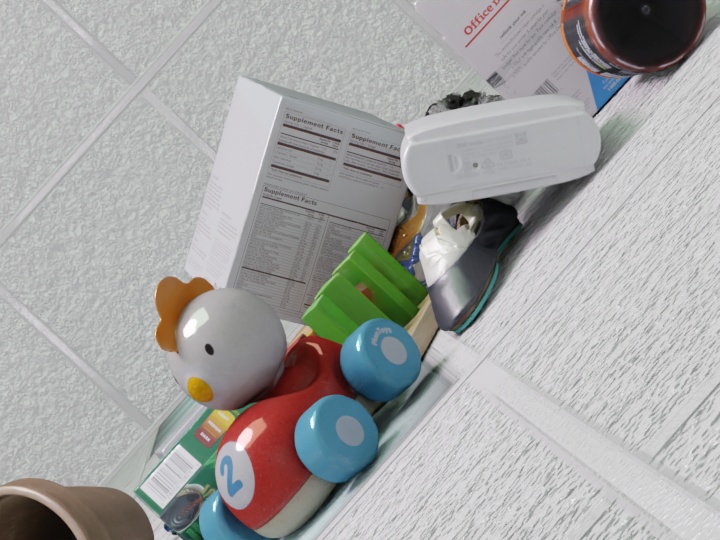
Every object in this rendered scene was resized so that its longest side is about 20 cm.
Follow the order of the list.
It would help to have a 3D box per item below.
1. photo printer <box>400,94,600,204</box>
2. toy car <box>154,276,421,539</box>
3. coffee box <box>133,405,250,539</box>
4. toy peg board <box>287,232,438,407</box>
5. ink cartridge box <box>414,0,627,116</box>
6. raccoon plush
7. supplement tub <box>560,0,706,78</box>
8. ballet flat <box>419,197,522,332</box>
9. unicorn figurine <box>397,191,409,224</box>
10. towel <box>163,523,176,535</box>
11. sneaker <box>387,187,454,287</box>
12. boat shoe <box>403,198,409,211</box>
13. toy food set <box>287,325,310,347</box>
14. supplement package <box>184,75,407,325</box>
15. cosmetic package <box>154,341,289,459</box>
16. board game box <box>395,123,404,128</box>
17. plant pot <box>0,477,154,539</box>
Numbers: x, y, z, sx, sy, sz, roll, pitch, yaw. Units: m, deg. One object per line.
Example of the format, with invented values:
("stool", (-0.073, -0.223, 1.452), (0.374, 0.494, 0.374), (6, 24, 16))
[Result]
("photo printer", (0.116, -0.107, 1.562), (0.165, 0.070, 0.200), (-10, 7, 3))
("toy car", (-0.093, 0.090, 1.409), (0.184, 0.200, 0.177), (-44, 10, 43))
("coffee box", (-0.122, 0.167, 1.744), (0.200, 0.044, 0.123), (-48, -25, -10))
("toy peg board", (-0.026, 0.073, 1.602), (0.199, 0.098, 0.200), (-45, 5, 30))
("ink cartridge box", (0.160, -0.230, 1.758), (0.116, 0.200, 0.068), (-46, 5, 12))
("raccoon plush", (0.112, -0.087, 1.842), (0.201, 0.096, 0.135), (-91, -2, -52))
("supplement tub", (0.236, -0.226, 1.613), (0.107, 0.107, 0.200), (-47, 5, 1))
("ballet flat", (0.083, -0.014, 1.509), (0.073, 0.073, 0.200), (-45, 6, 29))
("unicorn figurine", (0.000, 0.000, 1.834), (0.200, 0.074, 0.138), (-49, 29, 15))
("towel", (-0.135, 0.205, 1.976), (0.200, 0.024, 0.147), (-43, 6, 49))
("sneaker", (0.077, -0.030, 1.708), (0.075, 0.087, 0.202), (39, 112, 60))
("boat shoe", (0.060, -0.036, 1.937), (0.074, 0.060, 0.201), (-33, 27, 35))
("toy food set", (-0.010, 0.038, 2.022), (0.198, 0.049, 0.200), (-48, 2, 24))
("supplement package", (-0.058, -0.063, 1.736), (0.152, 0.149, 0.202), (35, 109, 67))
("cosmetic package", (-0.153, 0.167, 2.167), (0.200, 0.074, 0.102), (-47, 5, -12))
("board game box", (0.008, -0.105, 1.929), (0.200, 0.039, 0.158), (-48, -5, -5))
("plant pot", (-0.308, 0.307, 1.912), (0.200, 0.201, 0.174), (-45, -13, 24))
